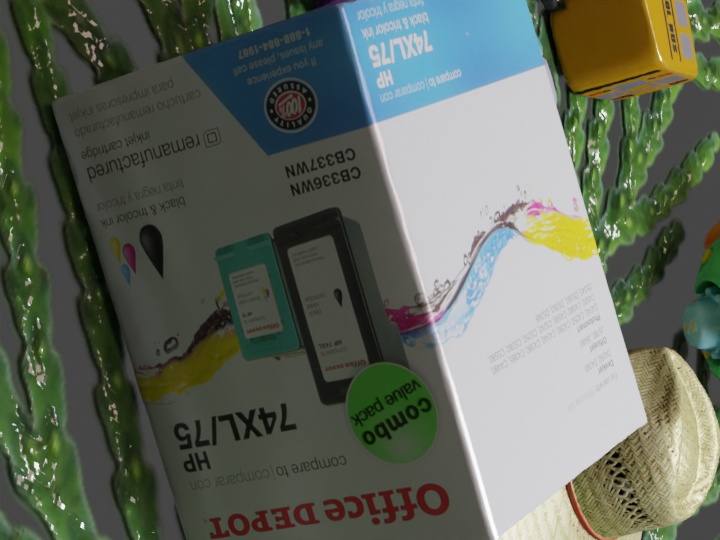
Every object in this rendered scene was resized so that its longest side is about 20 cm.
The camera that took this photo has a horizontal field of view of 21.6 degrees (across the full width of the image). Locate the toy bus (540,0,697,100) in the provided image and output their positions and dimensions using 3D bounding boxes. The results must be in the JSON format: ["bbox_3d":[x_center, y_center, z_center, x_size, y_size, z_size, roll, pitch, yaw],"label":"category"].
[{"bbox_3d":[0.142,-0.207,1.105,0.078,0.065,0.202,0,79,-56],"label":"toy bus"}]

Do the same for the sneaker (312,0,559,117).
[{"bbox_3d":[0.017,-0.122,0.908,0.088,0.074,0.201,-47,111,-32],"label":"sneaker"}]

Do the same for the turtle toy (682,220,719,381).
[{"bbox_3d":[0.263,0.045,1.165,0.201,0.100,0.146,57,39,-28],"label":"turtle toy"}]

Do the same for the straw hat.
[{"bbox_3d":[0.140,0.089,0.984,0.200,0.085,0.203,23,61,-50],"label":"straw hat"}]

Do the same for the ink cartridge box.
[{"bbox_3d":[0.000,0.000,0.755,0.146,0.146,0.202,-24,99,-56],"label":"ink cartridge box"}]
